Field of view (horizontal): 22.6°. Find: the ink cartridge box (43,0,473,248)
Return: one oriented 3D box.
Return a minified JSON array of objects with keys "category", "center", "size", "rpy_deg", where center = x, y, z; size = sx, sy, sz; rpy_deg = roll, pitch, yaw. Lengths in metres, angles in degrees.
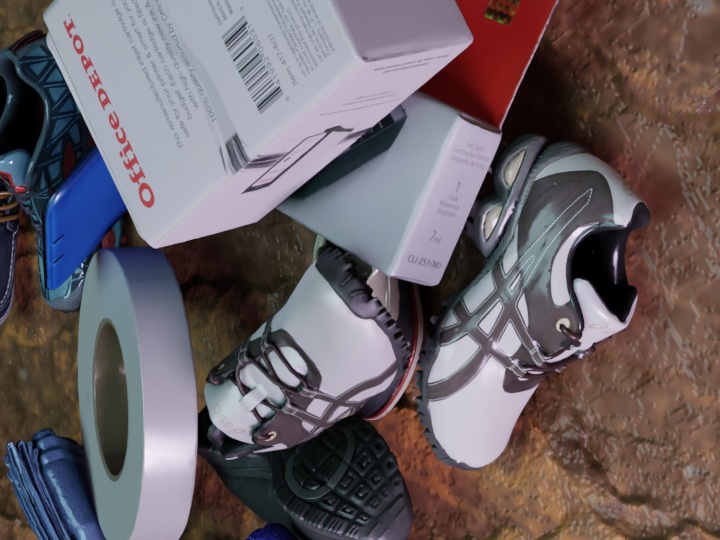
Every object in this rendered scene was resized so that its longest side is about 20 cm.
[{"category":"ink cartridge box","center":[-0.059,-0.122,0.912],"size":[0.200,0.084,0.146],"rpy_deg":[-35,76,46]}]

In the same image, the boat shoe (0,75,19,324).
[{"category":"boat shoe","center":[-0.274,-0.057,1.309],"size":[0.091,0.071,0.201],"rpy_deg":[-8,91,48]}]

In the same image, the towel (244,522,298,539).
[{"category":"towel","center":[0.006,0.246,1.067],"size":[0.050,0.148,0.200],"rpy_deg":[-41,61,-6]}]

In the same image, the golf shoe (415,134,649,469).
[{"category":"golf shoe","center":[0.093,0.031,0.969],"size":[0.094,0.078,0.200],"rpy_deg":[31,119,35]}]

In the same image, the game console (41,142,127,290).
[{"category":"game console","center":[-0.167,-0.104,1.112],"size":[0.200,0.118,0.171],"rpy_deg":[124,126,-72]}]

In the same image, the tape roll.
[{"category":"tape roll","center":[-0.150,0.084,1.188],"size":[0.203,0.037,0.203],"rpy_deg":[177,90,-70]}]

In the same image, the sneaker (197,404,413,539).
[{"category":"sneaker","center":[-0.026,0.134,1.109],"size":[0.200,0.076,0.091],"rpy_deg":[25,150,54]}]

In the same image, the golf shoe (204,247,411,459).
[{"category":"golf shoe","center":[-0.035,0.059,0.990],"size":[0.078,0.094,0.200],"rpy_deg":[52,157,13]}]

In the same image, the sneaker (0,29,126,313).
[{"category":"sneaker","center":[-0.222,-0.067,1.243],"size":[0.079,0.095,0.201],"rpy_deg":[10,105,43]}]

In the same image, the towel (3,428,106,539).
[{"category":"towel","center":[-0.185,0.210,1.261],"size":[0.048,0.112,0.200],"rpy_deg":[-29,76,1]}]

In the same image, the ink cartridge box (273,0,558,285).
[{"category":"ink cartridge box","center":[0.000,-0.109,0.987],"size":[0.200,0.044,0.174],"rpy_deg":[31,102,42]}]

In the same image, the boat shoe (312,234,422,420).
[{"category":"boat shoe","center":[0.000,0.000,1.071],"size":[0.071,0.063,0.200],"rpy_deg":[25,116,35]}]
